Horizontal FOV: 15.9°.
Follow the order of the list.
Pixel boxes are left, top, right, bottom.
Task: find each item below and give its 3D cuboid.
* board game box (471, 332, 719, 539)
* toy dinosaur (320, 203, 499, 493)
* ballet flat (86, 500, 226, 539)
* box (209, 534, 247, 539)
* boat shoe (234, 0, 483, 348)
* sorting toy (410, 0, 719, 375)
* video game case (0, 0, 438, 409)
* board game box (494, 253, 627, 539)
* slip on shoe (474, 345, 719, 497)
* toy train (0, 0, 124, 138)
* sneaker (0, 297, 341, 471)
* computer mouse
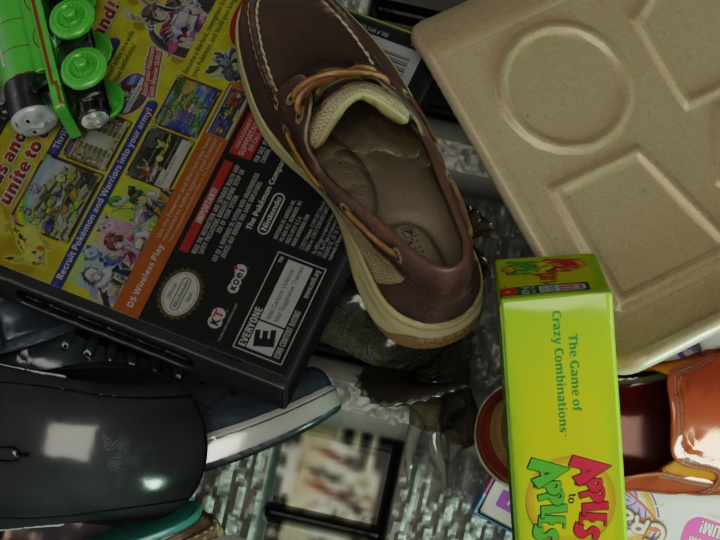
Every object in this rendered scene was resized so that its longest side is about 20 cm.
[{"bbox_3d":[0.164,0.062,1.234,0.152,0.040,0.201,28,88,2],"label":"board game box"},{"bbox_3d":[0.000,0.000,1.222,0.200,0.077,0.102,42,74,-1],"label":"toy dinosaur"},{"bbox_3d":[-0.154,0.170,1.224,0.199,0.071,0.066,-17,102,4],"label":"ballet flat"},{"bbox_3d":[-0.027,0.238,1.184,0.144,0.036,0.202,18,104,27],"label":"box"},{"bbox_3d":[0.000,-0.063,1.150,0.072,0.072,0.201,-18,62,-12],"label":"boat shoe"},{"bbox_3d":[0.145,-0.066,1.207,0.184,0.037,0.201,-25,72,-16],"label":"sorting toy"},{"bbox_3d":[-0.077,-0.054,1.199,0.180,0.026,0.201,21,62,9],"label":"video game case"},{"bbox_3d":[0.088,0.101,1.108,0.047,0.102,0.202,-4,99,3],"label":"board game box"},{"bbox_3d":[0.152,0.069,1.184,0.198,0.061,0.075,-5,86,0],"label":"slip on shoe"},{"bbox_3d":[-0.156,-0.146,1.213,0.056,0.042,0.201,-17,60,3],"label":"toy train"},{"bbox_3d":[-0.118,0.029,1.222,0.201,0.077,0.147,-11,90,1],"label":"sneaker"},{"bbox_3d":[-0.173,0.107,1.158,0.198,0.046,0.142,7,94,3],"label":"computer mouse"}]
